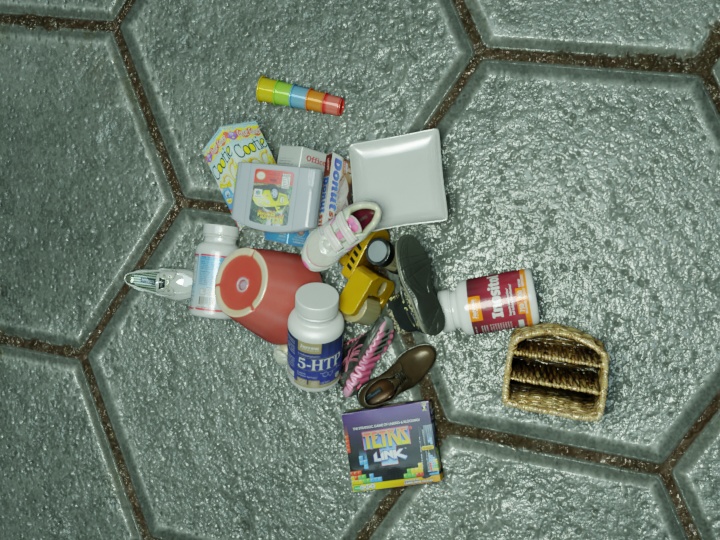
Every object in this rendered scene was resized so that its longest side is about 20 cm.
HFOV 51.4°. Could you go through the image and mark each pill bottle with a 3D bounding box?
[{"bbox_3d":[-0.320,0.002,1.674,0.106,0.109,0.206,6,90,14],"label":"pill bottle"},{"bbox_3d":[0.260,0.069,1.524,0.194,0.113,0.116,-11,86,13],"label":"pill bottle"},{"bbox_3d":[-0.092,0.134,1.529,0.117,0.120,0.204,13,125,14],"label":"pill bottle"}]

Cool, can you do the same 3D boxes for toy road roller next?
[{"bbox_3d":[0.000,0.000,1.593,0.144,0.122,0.204,31,95,27],"label":"toy road roller"}]

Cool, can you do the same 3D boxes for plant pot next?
[{"bbox_3d":[-0.202,0.044,1.581,0.196,0.176,0.207,-8,74,27],"label":"plant pot"}]

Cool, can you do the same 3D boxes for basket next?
[{"bbox_3d":[0.383,0.190,1.460,0.194,0.149,0.147,9,105,14],"label":"basket"}]

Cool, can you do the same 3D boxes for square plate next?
[{"bbox_3d":[0.078,-0.182,1.554,0.194,0.028,0.204,-8,74,13],"label":"square plate"}]

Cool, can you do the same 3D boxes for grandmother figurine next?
[{"bbox_3d":[-0.127,0.126,1.652,0.121,0.060,0.202,43,103,39],"label":"grandmother figurine"}]

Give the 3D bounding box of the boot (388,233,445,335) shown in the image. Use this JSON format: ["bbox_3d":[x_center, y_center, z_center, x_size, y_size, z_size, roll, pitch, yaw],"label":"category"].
[{"bbox_3d":[0.093,0.038,1.540,0.072,0.153,0.209,-19,90,-23],"label":"boot"}]

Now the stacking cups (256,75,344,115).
[{"bbox_3d":[-0.133,-0.387,1.660,0.195,0.060,0.062,14,92,14],"label":"stacking cups"}]

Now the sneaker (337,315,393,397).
[{"bbox_3d":[-0.004,0.171,1.603,0.095,0.078,0.203,40,110,27],"label":"sneaker"}]

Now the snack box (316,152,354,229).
[{"bbox_3d":[-0.052,-0.136,1.556,0.024,0.071,0.206,-7,70,43],"label":"snack box"}]

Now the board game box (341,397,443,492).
[{"bbox_3d":[0.068,0.372,1.595,0.194,0.057,0.170,-11,87,13],"label":"board game box"}]

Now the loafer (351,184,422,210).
[{"bbox_3d":[0.057,-0.153,1.601,0.195,0.073,0.073,-20,82,11],"label":"loafer"}]

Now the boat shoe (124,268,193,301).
[{"bbox_3d":[-0.452,0.033,1.728,0.194,0.067,0.076,-1,89,14],"label":"boat shoe"}]

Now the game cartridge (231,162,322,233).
[{"bbox_3d":[-0.174,-0.145,1.519,0.195,0.041,0.137,7,94,24],"label":"game cartridge"}]

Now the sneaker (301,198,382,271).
[{"bbox_3d":[-0.035,-0.078,1.468,0.199,0.088,0.082,-42,92,-12],"label":"sneaker"}]

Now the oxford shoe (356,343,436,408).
[{"bbox_3d":[0.084,0.227,1.569,0.198,0.084,0.073,-38,92,-7],"label":"oxford shoe"}]

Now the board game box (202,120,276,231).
[{"bbox_3d":[-0.248,-0.209,1.644,0.104,0.102,0.204,-35,78,45],"label":"board game box"}]

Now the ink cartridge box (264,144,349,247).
[{"bbox_3d":[-0.112,-0.152,1.597,0.083,0.143,0.206,11,92,45],"label":"ink cartridge box"}]
